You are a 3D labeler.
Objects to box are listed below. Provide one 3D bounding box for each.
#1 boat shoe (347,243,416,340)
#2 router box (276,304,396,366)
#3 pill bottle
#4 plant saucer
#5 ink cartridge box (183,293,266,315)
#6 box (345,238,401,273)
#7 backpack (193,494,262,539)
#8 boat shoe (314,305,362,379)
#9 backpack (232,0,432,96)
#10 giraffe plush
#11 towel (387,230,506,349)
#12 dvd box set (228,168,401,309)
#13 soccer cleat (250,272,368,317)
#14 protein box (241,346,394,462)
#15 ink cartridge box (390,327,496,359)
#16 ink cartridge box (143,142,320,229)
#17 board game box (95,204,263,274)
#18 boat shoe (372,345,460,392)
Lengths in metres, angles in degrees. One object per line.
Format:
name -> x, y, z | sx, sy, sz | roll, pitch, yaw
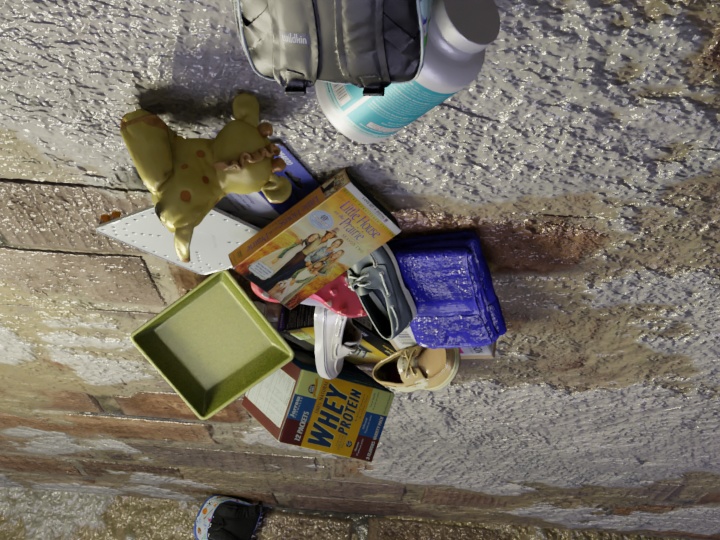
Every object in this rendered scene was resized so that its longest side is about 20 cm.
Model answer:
boat shoe -> 0.017, 0.015, 1.612 | 0.072, 0.062, 0.201 | 3, 133, 44
router box -> -0.025, 0.107, 1.943 | 0.156, 0.053, 0.200 | -10, 153, 32
pill bottle -> 0.048, -0.211, 1.107 | 0.110, 0.112, 0.199 | 18, 154, -30
plant saucer -> -0.242, 0.115, 1.844 | 0.199, 0.048, 0.200 | -35, 111, 8
ink cartridge box -> -0.252, 0.119, 1.975 | 0.145, 0.084, 0.200 | 8, 157, -9
box -> 0.000, 0.000, 1.715 | 0.198, 0.033, 0.121 | -10, 153, 29
backpack -> -0.422, 0.782, 3.462 | 0.153, 0.202, 0.190 | 4, 158, 37
boat shoe -> -0.032, 0.111, 1.810 | 0.069, 0.071, 0.201 | 11, 138, 11
backpack -> -0.022, -0.263, 0.941 | 0.175, 0.152, 0.201 | 4, 152, 8
giraffe plush -> -0.175, -0.126, 1.312 | 0.161, 0.200, 0.174 | -25, 126, -6
towel -> 0.126, 0.036, 1.649 | 0.146, 0.050, 0.201 | -8, 129, 17
dvd box set -> -0.059, -0.038, 1.515 | 0.199, 0.030, 0.146 | -35, 142, 12
soccer cleat -> -0.069, 0.027, 1.691 | 0.197, 0.068, 0.076 | 8, -173, -16
protein box -> -0.080, 0.236, 2.050 | 0.197, 0.136, 0.200 | 17, -175, -28
ink cartridge box -> 0.125, 0.081, 1.826 | 0.163, 0.076, 0.200 | -2, 155, 19
ink cartridge box -> -0.155, -0.099, 1.499 | 0.198, 0.041, 0.200 | -6, 155, 23
board game box -> -0.226, -0.053, 1.534 | 0.199, 0.026, 0.199 | -15, 152, 40
boat shoe -> 0.089, 0.160, 1.825 | 0.066, 0.075, 0.200 | 10, 157, -28
